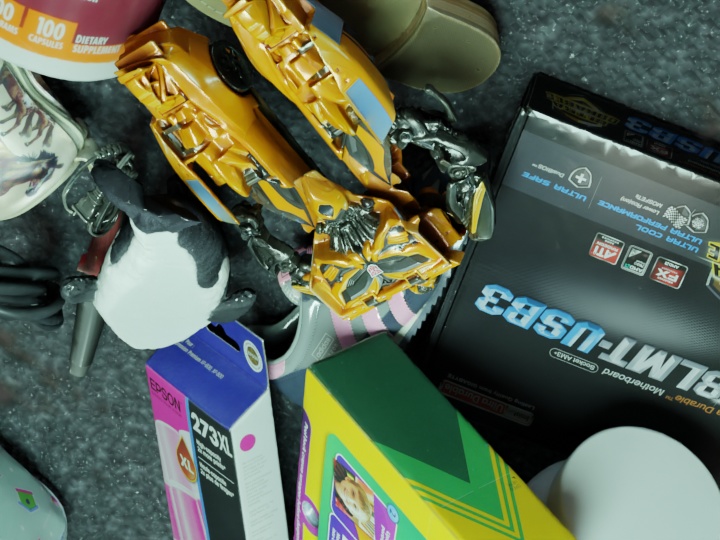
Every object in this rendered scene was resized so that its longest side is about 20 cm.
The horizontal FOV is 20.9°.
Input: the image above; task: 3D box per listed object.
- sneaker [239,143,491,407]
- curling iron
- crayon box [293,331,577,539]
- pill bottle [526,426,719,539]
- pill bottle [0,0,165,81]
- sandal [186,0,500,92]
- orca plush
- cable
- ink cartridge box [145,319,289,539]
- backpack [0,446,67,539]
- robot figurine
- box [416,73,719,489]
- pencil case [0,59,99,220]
[{"bbox_3d":[0.000,0.000,1.073,0.081,0.070,0.201,26,121,-9],"label":"sneaker"},{"bbox_3d":[-0.153,-0.002,1.106,0.026,0.050,0.201,39,145,15],"label":"curling iron"},{"bbox_3d":[0.034,0.165,1.058,0.173,0.058,0.201,46,146,36],"label":"crayon box"},{"bbox_3d":[0.123,0.174,1.090,0.115,0.116,0.201,23,144,-2],"label":"pill bottle"},{"bbox_3d":[-0.128,-0.204,0.952,0.113,0.115,0.201,24,123,-3],"label":"pill bottle"},{"bbox_3d":[-0.020,-0.159,0.984,0.210,0.070,0.078,21,136,-32],"label":"sandal"},{"bbox_3d":[-0.113,-0.022,1.047,0.104,0.072,0.200,-3,159,7],"label":"orca plush"},{"bbox_3d":[-0.256,-0.005,1.091,0.199,0.051,0.162,26,159,-34],"label":"cable"},{"bbox_3d":[-0.083,0.112,1.151,0.094,0.037,0.202,31,134,46],"label":"ink cartridge box"},{"bbox_3d":[-0.285,0.173,1.177,0.199,0.176,0.153,37,119,-16],"label":"backpack"},{"bbox_3d":[-0.024,-0.055,0.973,0.144,0.058,0.200,-28,117,29],"label":"robot figurine"},{"bbox_3d":[0.149,0.018,1.067,0.198,0.050,0.200,21,122,0],"label":"box"},{"bbox_3d":[-0.225,-0.121,1.046,0.089,0.078,0.201,-22,114,34],"label":"pencil case"}]
